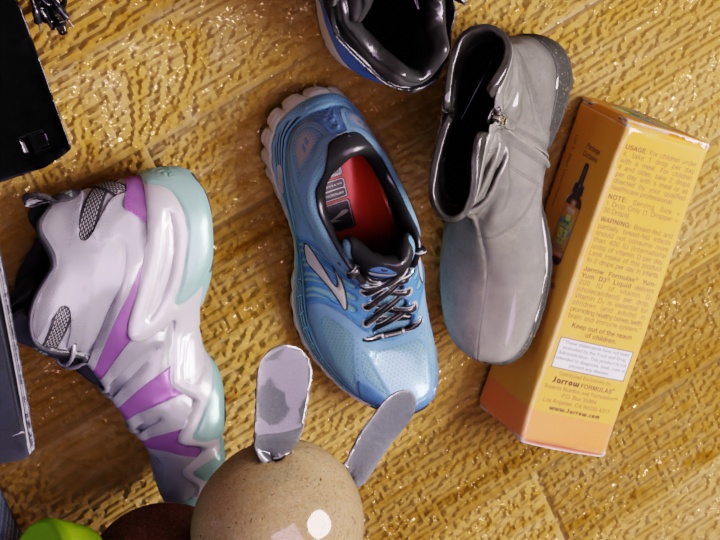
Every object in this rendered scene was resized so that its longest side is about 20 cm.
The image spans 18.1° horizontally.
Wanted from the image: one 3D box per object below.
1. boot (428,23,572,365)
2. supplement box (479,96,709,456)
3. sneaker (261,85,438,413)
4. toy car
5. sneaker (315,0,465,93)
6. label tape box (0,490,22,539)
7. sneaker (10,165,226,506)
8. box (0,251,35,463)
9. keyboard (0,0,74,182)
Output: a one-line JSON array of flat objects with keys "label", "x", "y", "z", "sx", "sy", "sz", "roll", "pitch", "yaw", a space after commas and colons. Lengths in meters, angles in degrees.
[{"label": "boot", "x": 0.063, "y": -0.039, "z": 1.262, "sx": 0.067, "sy": 0.131, "sz": 0.201, "roll": 10, "pitch": 100, "yaw": 20}, {"label": "supplement box", "x": 0.138, "y": 0.004, "z": 1.344, "sx": 0.068, "sy": 0.067, "sz": 0.201, "roll": 11, "pitch": 103, "yaw": -24}, {"label": "sneaker", "x": 0.000, "y": 0.000, "z": 1.274, "sx": 0.078, "sy": 0.090, "sz": 0.201, "roll": -25, "pitch": 115, "yaw": -12}, {"label": "toy car", "x": -0.058, "y": 0.133, "z": 1.199, "sx": 0.164, "sy": 0.158, "sz": 0.201, "roll": 20, "pitch": 104, "yaw": -41}, {"label": "sneaker", "x": -0.004, "y": -0.188, "z": 1.200, "sx": 0.076, "sy": 0.111, "sz": 0.201, "roll": -23, "pitch": 114, "yaw": -13}, {"label": "label tape box", "x": -0.214, "y": 0.187, "z": 1.214, "sx": 0.066, "sy": 0.143, "sz": 0.201, "roll": -18, "pitch": 114, "yaw": 5}, {"label": "sneaker", "x": -0.150, "y": 0.045, "z": 1.246, "sx": 0.139, "sy": 0.078, "sz": 0.201, "roll": -7, "pitch": 105, "yaw": -14}, {"label": "box", "x": -0.241, "y": -0.032, "z": 1.069, "sx": 0.123, "sy": 0.200, "sz": 0.197, "roll": -15, "pitch": 138, "yaw": -11}, {"label": "keyboard", "x": -0.202, "y": -0.145, "z": 1.188, "sx": 0.103, "sy": 0.040, "sz": 0.201, "roll": -14, "pitch": 114, "yaw": 8}]
